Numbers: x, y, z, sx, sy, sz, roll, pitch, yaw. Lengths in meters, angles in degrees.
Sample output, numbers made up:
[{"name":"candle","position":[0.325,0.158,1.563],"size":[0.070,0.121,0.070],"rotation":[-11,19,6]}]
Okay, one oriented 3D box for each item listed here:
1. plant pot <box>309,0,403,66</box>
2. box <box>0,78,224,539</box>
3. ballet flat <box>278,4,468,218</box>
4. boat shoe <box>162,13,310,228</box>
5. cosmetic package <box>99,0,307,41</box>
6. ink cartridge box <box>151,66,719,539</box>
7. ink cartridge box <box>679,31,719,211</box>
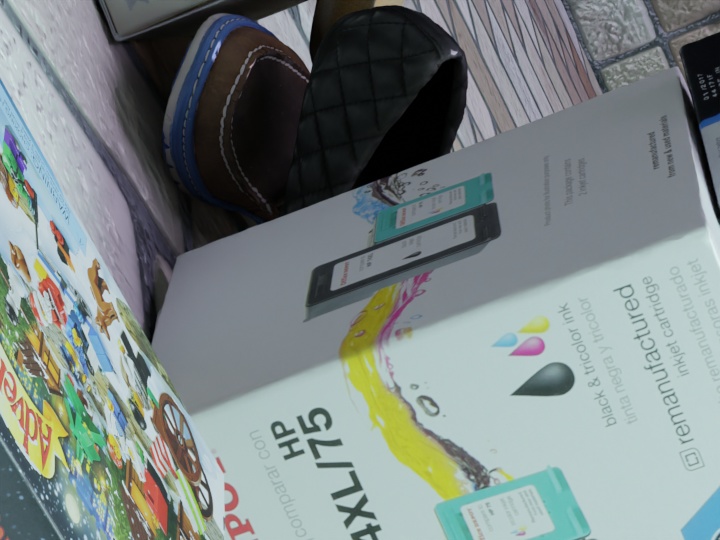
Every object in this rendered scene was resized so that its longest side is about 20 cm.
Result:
[{"name":"plant pot","position":[0.016,-0.162,1.098],"size":[0.200,0.027,0.201],"rotation":[19,90,-88]},{"name":"box","position":[-0.093,0.027,0.683],"size":[0.137,0.037,0.201],"rotation":[-95,161,-57]},{"name":"ballet flat","position":[0.000,0.000,0.988],"size":[0.057,0.066,0.202],"rotation":[30,-60,52]},{"name":"boat shoe","position":[-0.017,-0.043,1.051],"size":[0.073,0.072,0.200],"rotation":[-67,159,-9]},{"name":"cosmetic package","position":[-0.065,-0.155,1.091],"size":[0.200,0.071,0.106],"rotation":[-43,112,-79]},{"name":"ink cartridge box","position":[0.045,0.051,0.900],"size":[0.146,0.199,0.147],"rotation":[-84,151,-66]},{"name":"ink cartridge box","position":[0.164,0.018,0.916],"size":[0.100,0.039,0.201],"rotation":[-95,160,-52]}]
